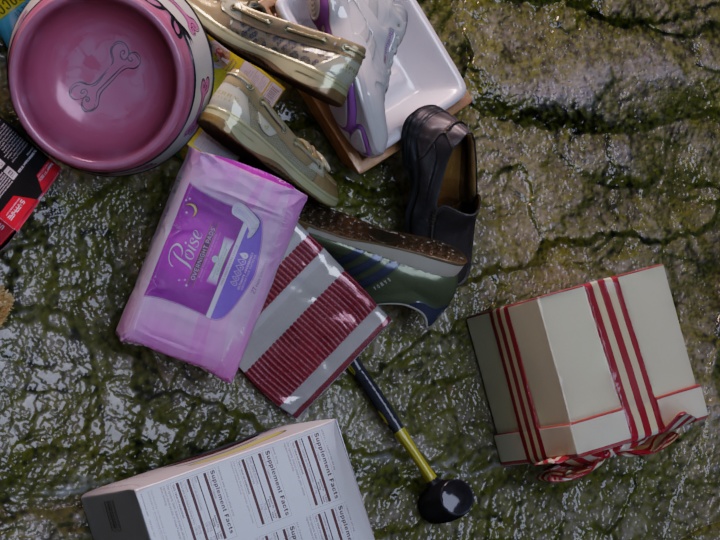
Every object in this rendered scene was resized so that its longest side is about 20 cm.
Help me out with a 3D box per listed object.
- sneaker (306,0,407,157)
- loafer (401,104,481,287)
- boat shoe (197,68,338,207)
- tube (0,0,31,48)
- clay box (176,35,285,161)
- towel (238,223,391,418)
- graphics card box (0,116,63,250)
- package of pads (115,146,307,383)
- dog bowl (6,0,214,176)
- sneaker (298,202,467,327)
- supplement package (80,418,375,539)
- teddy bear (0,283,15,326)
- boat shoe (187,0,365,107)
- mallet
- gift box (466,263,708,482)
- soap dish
[{"bbox_3d":[0.011,-0.212,1.671,0.099,0.075,0.201,-9,84,-23],"label":"sneaker"},{"bbox_3d":[0.088,-0.065,1.734,0.073,0.072,0.201,-29,125,-28],"label":"loafer"},{"bbox_3d":[-0.078,-0.123,1.669,0.200,0.073,0.063,35,79,-45],"label":"boat shoe"},{"bbox_3d":[-0.352,-0.295,1.632,0.077,0.050,0.200,-33,98,16],"label":"tube"},{"bbox_3d":[-0.186,-0.192,1.686,0.200,0.048,0.115,37,68,-12],"label":"clay box"},{"bbox_3d":[-0.086,0.029,1.681,0.144,0.023,0.200,-45,101,-1],"label":"towel"},{"bbox_3d":[-0.378,-0.115,1.556,0.200,0.051,0.126,42,31,-13],"label":"graphics card box"},{"bbox_3d":[-0.142,-0.006,1.618,0.120,0.076,0.201,22,93,-13],"label":"package of pads"},{"bbox_3d":[-0.238,-0.181,1.595,0.199,0.074,0.202,1,103,2],"label":"dog bowl"},{"bbox_3d":[0.000,0.000,1.723,0.199,0.067,0.090,16,112,0],"label":"sneaker"},{"bbox_3d":[-0.120,0.238,1.563,0.199,0.191,0.148,-17,89,-25],"label":"supplement package"},{"bbox_3d":[-0.386,0.032,1.551,0.144,0.067,0.201,25,71,-16],"label":"teddy bear"},{"bbox_3d":[-0.085,-0.224,1.634,0.199,0.073,0.063,31,91,16],"label":"boat shoe"},{"bbox_3d":[0.040,0.170,1.735,0.041,0.066,0.200,-32,80,-26],"label":"mallet"},{"bbox_3d":[0.229,0.109,1.739,0.183,0.200,0.188,-14,88,-20],"label":"gift box"},{"bbox_3d":[-0.001,-0.217,1.753,0.157,0.081,0.201,-34,96,-24],"label":"soap dish"}]
